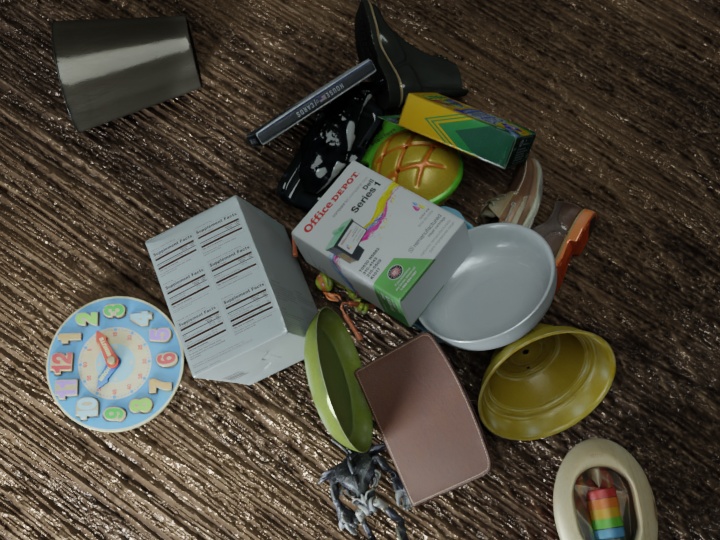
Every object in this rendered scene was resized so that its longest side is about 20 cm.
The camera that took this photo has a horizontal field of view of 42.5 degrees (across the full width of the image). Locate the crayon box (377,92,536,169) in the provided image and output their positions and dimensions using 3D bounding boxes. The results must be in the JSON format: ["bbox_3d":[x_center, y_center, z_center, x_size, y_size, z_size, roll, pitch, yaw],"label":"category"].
[{"bbox_3d":[0.141,-0.210,1.334,0.200,0.126,0.052,24,109,17],"label":"crayon box"}]

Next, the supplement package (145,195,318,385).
[{"bbox_3d":[-0.164,0.035,1.280,0.147,0.191,0.200,-26,74,10],"label":"supplement package"}]

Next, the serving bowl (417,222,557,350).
[{"bbox_3d":[0.175,0.031,1.257,0.200,0.066,0.200,-18,44,19],"label":"serving bowl"}]

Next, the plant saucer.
[{"bbox_3d":[-0.032,0.148,1.237,0.031,0.200,0.200,-18,74,13],"label":"plant saucer"}]

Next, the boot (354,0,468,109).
[{"bbox_3d":[0.076,-0.341,1.459,0.138,0.077,0.200,-8,67,-18],"label":"boot"}]

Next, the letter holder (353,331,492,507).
[{"bbox_3d":[0.107,0.192,1.253,0.142,0.101,0.200,-33,73,29],"label":"letter holder"}]

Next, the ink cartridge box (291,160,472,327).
[{"bbox_3d":[0.028,-0.040,1.267,0.200,0.084,0.145,32,74,29],"label":"ink cartridge box"}]

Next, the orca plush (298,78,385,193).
[{"bbox_3d":[-0.035,-0.212,1.360,0.105,0.071,0.200,38,82,29],"label":"orca plush"}]

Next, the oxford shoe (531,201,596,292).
[{"bbox_3d":[0.267,-0.016,1.359,0.073,0.071,0.200,28,70,26],"label":"oxford shoe"}]

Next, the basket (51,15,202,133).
[{"bbox_3d":[-0.355,-0.320,1.432,0.200,0.136,0.181,-13,78,-5],"label":"basket"}]

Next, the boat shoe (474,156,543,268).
[{"bbox_3d":[0.215,-0.082,1.360,0.072,0.076,0.200,19,71,-6],"label":"boat shoe"}]

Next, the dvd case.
[{"bbox_3d":[-0.078,-0.249,1.391,0.200,0.150,0.025,-34,102,-7],"label":"dvd case"}]

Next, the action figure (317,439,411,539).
[{"bbox_3d":[0.015,0.317,1.258,0.119,0.102,0.200,-25,49,4],"label":"action figure"}]

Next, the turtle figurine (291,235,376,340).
[{"bbox_3d":[0.000,0.000,1.360,0.161,0.064,0.200,-26,66,-13],"label":"turtle figurine"}]

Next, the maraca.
[{"bbox_3d":[0.070,-0.162,1.385,0.137,0.107,0.200,-33,50,-9],"label":"maraca"}]

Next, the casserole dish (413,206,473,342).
[{"bbox_3d":[0.111,0.007,1.344,0.121,0.039,0.200,16,74,-30],"label":"casserole dish"}]

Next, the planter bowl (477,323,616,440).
[{"bbox_3d":[0.242,0.135,1.279,0.200,0.201,0.083,-21,39,-3],"label":"planter bowl"}]

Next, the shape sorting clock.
[{"bbox_3d":[-0.358,0.134,1.352,0.200,0.039,0.200,-1,75,2],"label":"shape sorting clock"}]

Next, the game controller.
[{"bbox_3d":[-0.045,-0.179,1.414,0.104,0.042,0.200,25,77,27],"label":"game controller"}]

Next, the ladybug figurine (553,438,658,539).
[{"bbox_3d":[0.327,0.329,1.251,0.136,0.072,0.200,-4,74,1],"label":"ladybug figurine"}]
